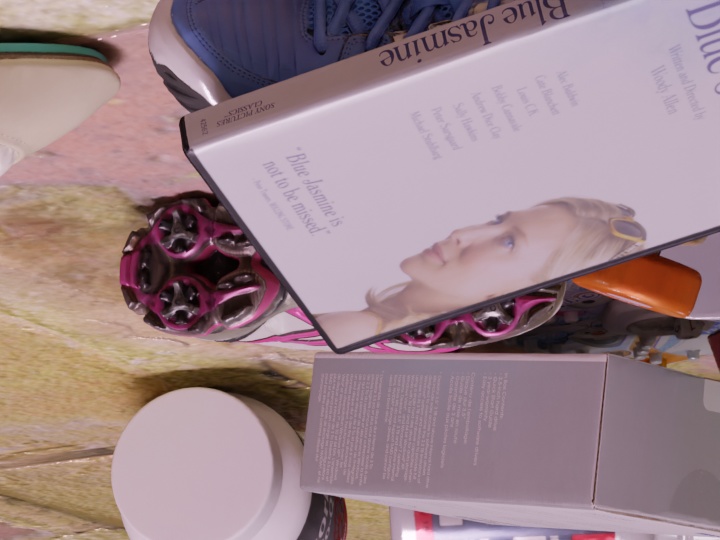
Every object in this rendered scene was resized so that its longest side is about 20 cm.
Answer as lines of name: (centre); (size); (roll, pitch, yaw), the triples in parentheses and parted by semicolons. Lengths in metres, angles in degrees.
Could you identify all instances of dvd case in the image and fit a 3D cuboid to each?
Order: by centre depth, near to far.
dvd case: (0.059, -0.039, 0.810); (0.200, 0.018, 0.143); (-19, 146, 11)

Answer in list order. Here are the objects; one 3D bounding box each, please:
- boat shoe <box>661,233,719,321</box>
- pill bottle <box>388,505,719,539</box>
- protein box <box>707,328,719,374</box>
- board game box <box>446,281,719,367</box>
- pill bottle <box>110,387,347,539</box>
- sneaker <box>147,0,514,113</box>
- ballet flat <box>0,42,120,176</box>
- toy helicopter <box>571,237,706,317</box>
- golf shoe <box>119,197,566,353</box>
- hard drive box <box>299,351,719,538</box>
boat shoe: (0.226, -0.002, 1.120); (0.200, 0.071, 0.070); (-4, 176, 11)
pill bottle: (0.119, 0.132, 1.485); (0.200, 0.120, 0.120); (-4, 164, 4)
protein box: (0.297, 0.110, 1.214); (0.135, 0.199, 0.200); (-29, 150, 24)
board game box: (0.157, 0.028, 1.289); (0.200, 0.026, 0.200); (-15, 160, 40)
pill bottle: (-0.079, 0.137, 1.481); (0.116, 0.116, 0.200); (-4, 165, 9)
sneaker: (0.030, -0.082, 0.824); (0.200, 0.076, 0.077); (0, 145, -15)
ballet flat: (-0.187, -0.047, 0.902); (0.200, 0.070, 0.069); (0, 164, -9)
toy helicopter: (0.037, -0.051, 0.923); (0.200, 0.079, 0.132); (19, 179, -17)
golf shoe: (0.000, 0.000, 1.097); (0.200, 0.073, 0.092); (2, 173, 23)
hard drive box: (0.094, 0.091, 1.287); (0.200, 0.077, 0.156); (-1, 169, 43)
